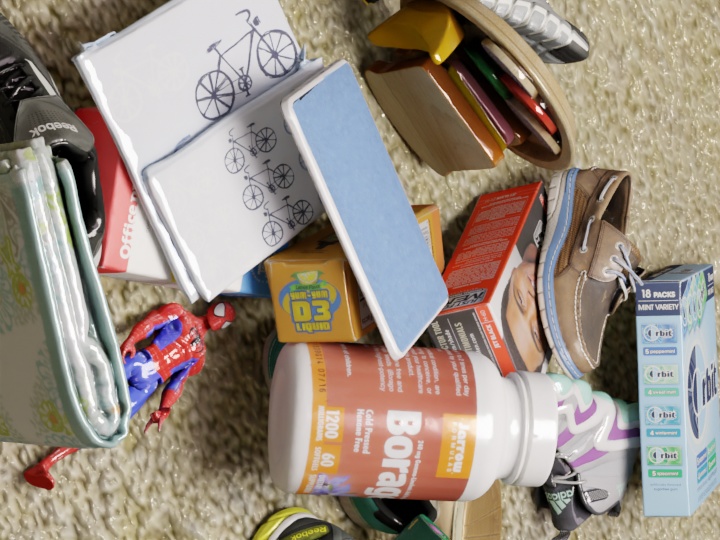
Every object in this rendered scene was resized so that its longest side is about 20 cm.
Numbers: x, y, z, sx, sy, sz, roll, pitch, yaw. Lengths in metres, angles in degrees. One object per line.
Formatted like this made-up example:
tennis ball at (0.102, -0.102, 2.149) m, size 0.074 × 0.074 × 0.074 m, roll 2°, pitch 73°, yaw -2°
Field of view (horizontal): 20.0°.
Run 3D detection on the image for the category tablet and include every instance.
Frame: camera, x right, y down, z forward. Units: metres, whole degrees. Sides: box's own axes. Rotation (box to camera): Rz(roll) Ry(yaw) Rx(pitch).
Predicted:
tablet at (0.005, -0.046, 1.465) m, size 0.201 × 0.014 × 0.130 m, roll 67°, pitch 25°, yaw -11°

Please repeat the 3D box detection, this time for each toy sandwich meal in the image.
toy sandwich meal at (0.080, -0.135, 1.564) m, size 0.070 × 0.205 × 0.205 m, roll -44°, pitch 119°, yaw -12°

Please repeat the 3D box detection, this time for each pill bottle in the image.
pill bottle at (0.038, 0.111, 1.492) m, size 0.199 × 0.112 × 0.113 m, roll 4°, pitch 89°, yaw -12°

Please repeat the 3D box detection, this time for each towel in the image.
towel at (-0.229, 0.016, 1.319) m, size 0.048 × 0.171 × 0.201 m, roll -19°, pitch 103°, yaw -40°

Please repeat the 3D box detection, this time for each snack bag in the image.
snack bag at (-0.092, -0.108, 1.442) m, size 0.188 × 0.021 × 0.201 m, roll -37°, pitch 112°, yaw -34°

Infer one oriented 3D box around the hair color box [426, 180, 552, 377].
hair color box at (0.115, 0.022, 1.628) m, size 0.102 × 0.061 × 0.200 m, roll 66°, pitch 28°, yaw -24°

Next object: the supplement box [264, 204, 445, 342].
supplement box at (0.000, 0.000, 1.530) m, size 0.200 × 0.066 × 0.069 m, roll -26°, pitch 112°, yaw -65°

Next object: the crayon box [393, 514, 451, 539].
crayon box at (0.019, 0.295, 1.528) m, size 0.200 × 0.119 × 0.058 m, roll -47°, pitch 123°, yaw -2°

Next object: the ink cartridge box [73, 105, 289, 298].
ink cartridge box at (-0.145, -0.049, 1.455) m, size 0.199 × 0.067 × 0.117 m, roll 10°, pitch 85°, yaw -40°

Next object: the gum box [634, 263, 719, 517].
gum box at (0.280, 0.101, 1.786) m, size 0.170 × 0.044 × 0.201 m, roll -13°, pitch 100°, yaw -70°

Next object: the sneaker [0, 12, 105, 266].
sneaker at (-0.215, -0.093, 1.352) m, size 0.066 × 0.090 × 0.201 m, roll -21°, pitch 85°, yaw -25°

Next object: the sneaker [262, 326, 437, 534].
sneaker at (-0.001, 0.121, 1.573) m, size 0.071 × 0.080 × 0.200 m, roll -44°, pitch 118°, yaw -27°

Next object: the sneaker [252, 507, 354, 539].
sneaker at (-0.070, 0.267, 1.517) m, size 0.074 × 0.084 × 0.201 m, roll 40°, pitch 67°, yaw -33°

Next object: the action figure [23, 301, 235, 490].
action figure at (-0.162, 0.079, 1.460) m, size 0.200 × 0.052 × 0.066 m, roll -40°, pitch 112°, yaw -35°

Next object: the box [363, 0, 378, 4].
box at (0.020, -0.329, 1.575) m, size 0.160 × 0.049 × 0.200 m, roll 45°, pitch 62°, yaw -11°

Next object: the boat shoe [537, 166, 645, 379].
boat shoe at (0.187, -0.006, 1.635) m, size 0.072 × 0.072 × 0.201 m, roll 50°, pitch 36°, yaw -47°

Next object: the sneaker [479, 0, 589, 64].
sneaker at (0.124, -0.251, 1.676) m, size 0.199 × 0.075 × 0.116 m, roll 22°, pitch 75°, yaw -38°

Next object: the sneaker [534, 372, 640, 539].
sneaker at (0.166, 0.164, 1.720) m, size 0.199 × 0.078 × 0.141 m, roll 19°, pitch 78°, yaw -39°

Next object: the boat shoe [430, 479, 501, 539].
boat shoe at (0.070, 0.172, 1.646) m, size 0.074 × 0.069 × 0.201 m, roll 14°, pitch 76°, yaw -60°
